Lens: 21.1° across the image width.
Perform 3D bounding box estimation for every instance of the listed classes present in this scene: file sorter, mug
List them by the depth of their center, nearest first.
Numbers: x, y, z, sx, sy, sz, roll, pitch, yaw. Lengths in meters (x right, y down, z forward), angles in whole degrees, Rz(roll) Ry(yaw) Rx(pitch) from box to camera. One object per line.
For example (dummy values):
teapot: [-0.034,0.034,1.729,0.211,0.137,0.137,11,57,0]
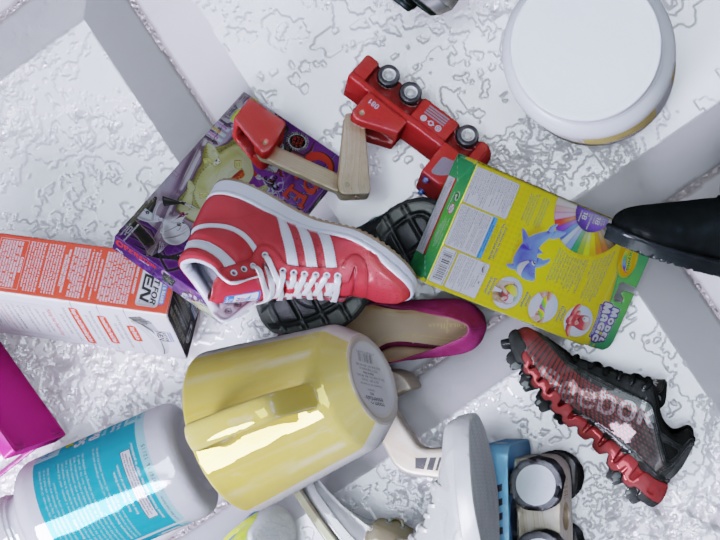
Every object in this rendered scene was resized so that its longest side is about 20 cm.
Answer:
mug: [-0.056,0.129,1.687,0.153,0.187,0.150,-21,115,25]
file sorter: [-0.397,0.113,1.783,0.125,0.139,0.200,-37,85,9]

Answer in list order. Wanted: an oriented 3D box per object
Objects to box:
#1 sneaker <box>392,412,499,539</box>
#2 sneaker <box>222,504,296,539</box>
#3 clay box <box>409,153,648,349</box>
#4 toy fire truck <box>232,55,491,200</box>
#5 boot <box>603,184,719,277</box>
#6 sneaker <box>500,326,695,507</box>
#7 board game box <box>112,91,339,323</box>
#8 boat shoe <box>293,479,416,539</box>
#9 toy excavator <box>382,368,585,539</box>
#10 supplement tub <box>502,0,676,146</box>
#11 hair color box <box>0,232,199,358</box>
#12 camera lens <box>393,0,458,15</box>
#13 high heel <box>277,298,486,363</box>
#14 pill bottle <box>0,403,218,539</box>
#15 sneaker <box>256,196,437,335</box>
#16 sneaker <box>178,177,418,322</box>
sneaker: [0.059,0.224,1.664,0.115,0.074,0.201,-3,92,23]
sneaker: [-0.145,0.291,1.776,0.200,0.105,0.076,-53,127,-21]
clay box: [0.153,-0.013,1.702,0.200,0.048,0.115,22,95,-26]
toy fire truck: [0.001,-0.113,1.732,0.200,0.049,0.141,38,72,6]
boot: [0.322,-0.076,1.676,0.198,0.073,0.163,13,100,-12]
sneaker: [0.216,0.112,1.716,0.200,0.071,0.098,44,97,4]
board game box: [-0.115,-0.060,1.734,0.120,0.032,0.200,36,60,3]
boat shoe: [0.022,0.255,1.754,0.068,0.075,0.200,-42,88,-2]
toy excavator: [0.093,0.185,1.732,0.199,0.100,0.195,-2,89,18]
supplement tub: [0.196,-0.182,1.648,0.145,0.200,0.146,0,91,9]
hair color box: [-0.256,0.022,1.766,0.199,0.111,0.064,9,68,9]
camera lens: [0.063,-0.336,1.688,0.160,0.160,0.200,38,97,7]
high heel: [0.014,0.055,1.734,0.199,0.096,0.068,-11,89,9]
pill bottle: [-0.239,0.207,1.771,0.200,0.111,0.111,-23,87,8]
sneaker: [0.000,0.000,1.747,0.200,0.079,0.076,-27,91,13]
sneaker: [-0.058,0.006,1.655,0.200,0.071,0.113,23,55,8]
